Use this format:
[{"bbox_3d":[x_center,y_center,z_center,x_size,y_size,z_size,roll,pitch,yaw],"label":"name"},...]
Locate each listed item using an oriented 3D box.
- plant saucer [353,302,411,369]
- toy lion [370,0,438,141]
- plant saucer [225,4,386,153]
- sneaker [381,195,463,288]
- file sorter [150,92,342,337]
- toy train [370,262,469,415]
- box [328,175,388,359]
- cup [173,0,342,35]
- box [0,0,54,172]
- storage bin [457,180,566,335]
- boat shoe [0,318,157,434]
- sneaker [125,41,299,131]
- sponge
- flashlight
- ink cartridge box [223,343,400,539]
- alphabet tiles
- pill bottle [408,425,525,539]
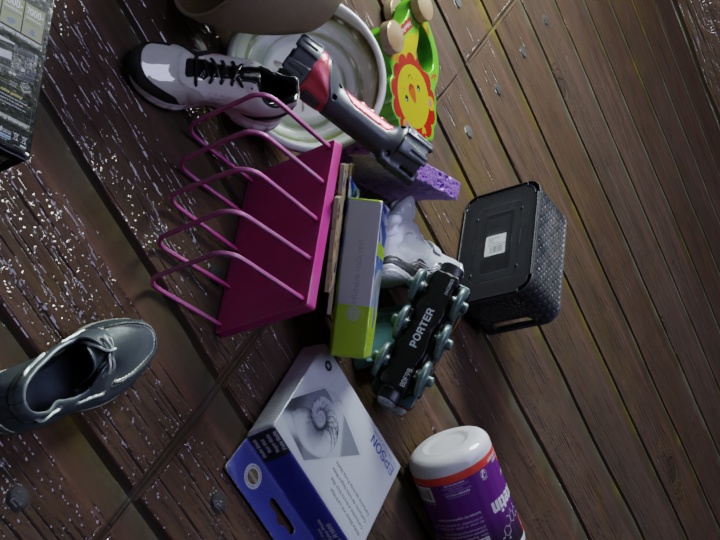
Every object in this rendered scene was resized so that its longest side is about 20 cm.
[{"bbox_3d":[0.049,0.081,1.320,0.199,0.019,0.071,-7,85,-56],"label":"plant saucer"},{"bbox_3d":[0.068,-0.282,1.446,0.201,0.068,0.194,-55,129,-48],"label":"toy lion"},{"bbox_3d":[-0.068,-0.232,1.195,0.197,0.050,0.203,4,77,-17],"label":"plant saucer"},{"bbox_3d":[0.071,-0.037,1.341,0.199,0.074,0.117,1,80,-51],"label":"sneaker"},{"bbox_3d":[-0.121,-0.060,1.029,0.125,0.138,0.202,35,51,-39],"label":"file sorter"},{"bbox_3d":[0.077,0.088,1.251,0.202,0.084,0.114,-62,166,-19],"label":"toy train"},{"bbox_3d":[0.000,0.000,1.166,0.122,0.047,0.203,38,59,-85],"label":"box"},{"bbox_3d":[-0.095,-0.342,1.097,0.142,0.199,0.203,22,61,-42],"label":"cup"},{"bbox_3d":[-0.357,-0.186,0.785,0.199,0.085,0.166,26,58,-48],"label":"box"},{"bbox_3d":[0.226,-0.019,1.499,0.094,0.134,0.202,43,46,-38],"label":"storage bin"},{"bbox_3d":[-0.240,0.089,0.872,0.199,0.061,0.074,-25,98,-55],"label":"boat shoe"},{"bbox_3d":[-0.153,-0.207,1.065,0.198,0.080,0.075,8,74,-36],"label":"sneaker"},{"bbox_3d":[0.032,-0.129,1.288,0.199,0.110,0.030,22,75,-49],"label":"sponge"},{"bbox_3d":[-0.005,-0.186,1.148,0.199,0.068,0.068,35,15,-11],"label":"flashlight"},{"bbox_3d":[-0.045,0.220,1.118,0.201,0.040,0.201,59,38,-22],"label":"ink cartridge box"},{"bbox_3d":[-0.025,-0.037,1.133,0.200,0.007,0.170,-59,156,-83],"label":"alphabet tiles"},{"bbox_3d":[0.144,0.312,1.288,0.112,0.111,0.202,-36,107,-53],"label":"pill bottle"}]
